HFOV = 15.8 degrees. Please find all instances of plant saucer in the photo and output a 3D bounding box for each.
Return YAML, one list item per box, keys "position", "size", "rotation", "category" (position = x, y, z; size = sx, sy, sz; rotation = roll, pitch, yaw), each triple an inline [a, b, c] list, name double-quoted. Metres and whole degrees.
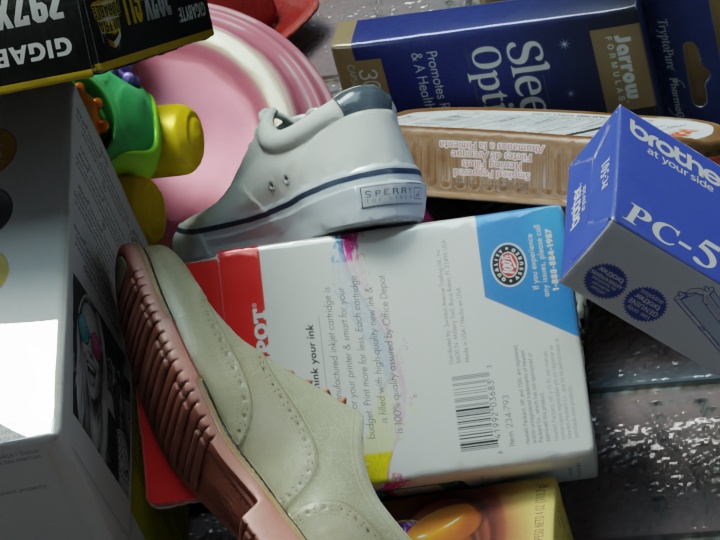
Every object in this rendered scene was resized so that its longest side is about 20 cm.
- position: [-0.106, -0.058, 1.397]
  size: [0.200, 0.051, 0.201]
  rotation: [-1, 71, 3]
  category: "plant saucer"

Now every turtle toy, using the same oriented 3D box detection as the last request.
- position: [-0.159, -0.081, 1.311]
  size: [0.145, 0.101, 0.200]
  rotation: [-5, 31, 17]
  category: "turtle toy"

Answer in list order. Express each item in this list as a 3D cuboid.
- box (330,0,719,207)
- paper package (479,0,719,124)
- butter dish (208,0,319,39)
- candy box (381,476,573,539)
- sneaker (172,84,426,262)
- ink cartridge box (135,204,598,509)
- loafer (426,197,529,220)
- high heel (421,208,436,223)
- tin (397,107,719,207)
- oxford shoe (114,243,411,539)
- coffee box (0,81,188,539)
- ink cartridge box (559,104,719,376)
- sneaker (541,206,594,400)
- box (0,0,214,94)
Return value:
- position: [0.094, -0.088, 1.386]
  size: [0.199, 0.121, 0.032]
  rotation: [-7, 33, 14]
  category: "box"
- position: [0.158, -0.170, 1.407]
  size: [0.190, 0.200, 0.104]
  rotation: [-4, 36, 18]
  category: "paper package"
- position: [-0.161, -0.178, 1.608]
  size: [0.199, 0.148, 0.200]
  rotation: [16, 45, 38]
  category: "butter dish"
- position: [0.030, 0.176, 1.087]
  size: [0.116, 0.057, 0.200]
  rotation: [-9, 32, 12]
  category: "candy box"
- position: [-0.030, -0.041, 1.234]
  size: [0.073, 0.071, 0.200]
  rotation: [-1, -8, -32]
  category: "sneaker"
- position: [0.002, 0.046, 1.172]
  size: [0.199, 0.067, 0.117]
  rotation: [-7, 76, 5]
  category: "ink cartridge box"
- position: [0.000, 0.000, 1.360]
  size: [0.200, 0.063, 0.072]
  rotation: [-20, 34, -21]
  category: "loafer"
- position: [-0.042, 0.039, 1.282]
  size: [0.200, 0.096, 0.067]
  rotation: [-29, 36, -18]
  category: "high heel"
- position: [0.089, -0.057, 1.295]
  size: [0.200, 0.042, 0.112]
  rotation: [5, 15, 30]
  category: "tin"
- position: [-0.042, 0.068, 1.113]
  size: [0.074, 0.071, 0.200]
  rotation: [-24, 74, -21]
  category: "oxford shoe"
- position: [-0.197, 0.063, 1.179]
  size: [0.199, 0.200, 0.198]
  rotation: [-9, 52, 9]
  category: "coffee box"
- position: [0.184, 0.014, 1.154]
  size: [0.044, 0.200, 0.094]
  rotation: [-52, 15, 33]
  category: "ink cartridge box"
- position: [0.086, 0.038, 1.270]
  size: [0.088, 0.076, 0.200]
  rotation: [33, 52, 23]
  category: "sneaker"
- position: [-0.165, -0.102, 1.141]
  size: [0.159, 0.049, 0.200]
  rotation: [-12, 7, 12]
  category: "box"
